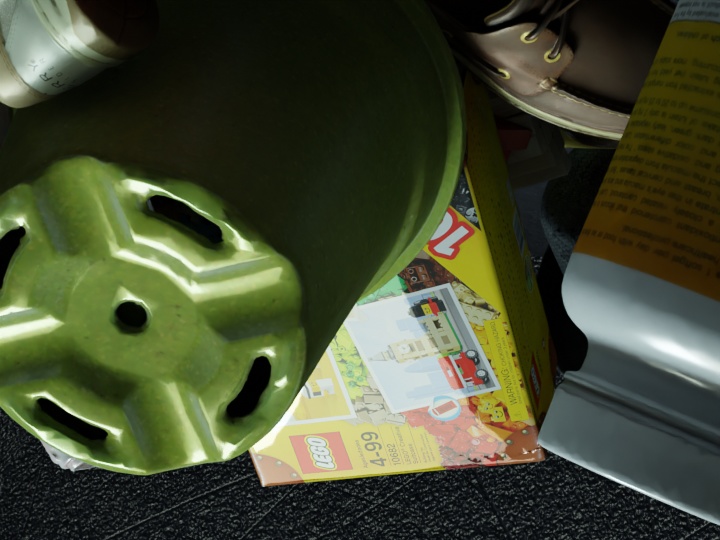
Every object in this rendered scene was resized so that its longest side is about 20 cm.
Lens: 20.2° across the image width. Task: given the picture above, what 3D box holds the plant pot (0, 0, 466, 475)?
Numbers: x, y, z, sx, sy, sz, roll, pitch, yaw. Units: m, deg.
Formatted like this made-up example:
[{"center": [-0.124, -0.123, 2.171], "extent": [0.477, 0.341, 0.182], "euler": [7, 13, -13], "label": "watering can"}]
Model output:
[{"center": [-0.067, -0.022, 0.789], "extent": [0.200, 0.200, 0.184], "euler": [23, -150, -3], "label": "plant pot"}]

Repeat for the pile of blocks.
[{"center": [0.000, -0.063, 0.993], "extent": [0.200, 0.082, 0.062], "euler": [8, -152, 14], "label": "pile of blocks"}]

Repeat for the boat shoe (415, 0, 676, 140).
[{"center": [0.070, -0.111, 0.856], "extent": [0.200, 0.072, 0.068], "euler": [26, 180, -6], "label": "boat shoe"}]

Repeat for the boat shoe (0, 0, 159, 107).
[{"center": [-0.140, -0.151, 0.739], "extent": [0.074, 0.066, 0.200], "euler": [16, -133, -55], "label": "boat shoe"}]

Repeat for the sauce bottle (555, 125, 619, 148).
[{"center": [0.119, -0.091, 1.009], "extent": [0.065, 0.065, 0.200], "euler": [23, -179, -13], "label": "sauce bottle"}]

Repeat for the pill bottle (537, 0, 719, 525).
[{"center": [0.139, -0.014, 0.721], "extent": [0.111, 0.200, 0.111], "euler": [23, 179, 0], "label": "pill bottle"}]

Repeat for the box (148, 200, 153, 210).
[{"center": [-0.083, -0.035, 1.117], "extent": [0.156, 0.041, 0.200], "euler": [41, -141, 8], "label": "box"}]

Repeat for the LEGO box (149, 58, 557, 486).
[{"center": [0.000, 0.000, 0.959], "extent": [0.149, 0.077, 0.200], "euler": [-7, 127, 16], "label": "LEGO box"}]

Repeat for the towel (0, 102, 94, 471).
[{"center": [-0.142, -0.006, 0.920], "extent": [0.200, 0.032, 0.191], "euler": [59, -168, 8], "label": "towel"}]

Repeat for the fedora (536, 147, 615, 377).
[{"center": [0.165, -0.021, 1.069], "extent": [0.201, 0.201, 0.092], "euler": [22, 162, 48], "label": "fedora"}]
